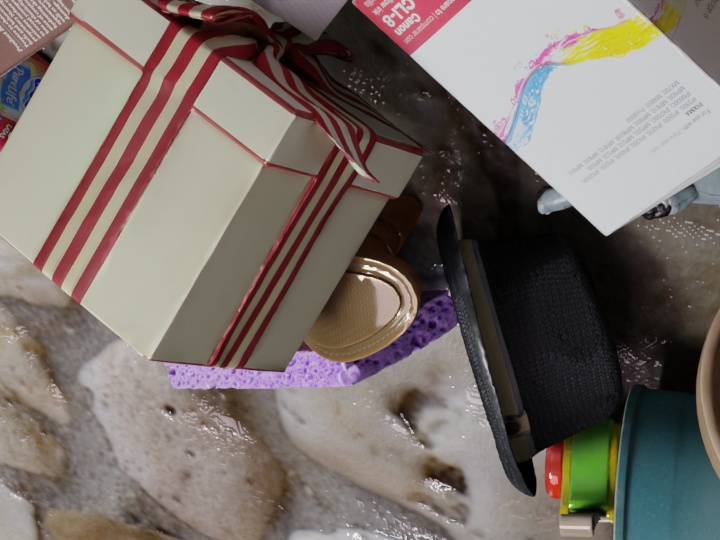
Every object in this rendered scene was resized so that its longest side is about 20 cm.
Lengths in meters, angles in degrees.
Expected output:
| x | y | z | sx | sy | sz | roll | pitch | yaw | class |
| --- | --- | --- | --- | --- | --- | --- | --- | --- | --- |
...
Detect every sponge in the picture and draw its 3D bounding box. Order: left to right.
| x | y | z | sx | sy | sz | roll | pitch | yaw | class |
| --- | --- | --- | --- | --- | --- | --- | --- | --- | --- |
| -0.037 | 0.047 | 1.515 | 0.199 | 0.111 | 0.030 | -4 | 109 | 49 | sponge |

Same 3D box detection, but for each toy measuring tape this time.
| x | y | z | sx | sy | sz | roll | pitch | yaw | class |
| --- | --- | --- | --- | --- | --- | --- | --- | --- | --- |
| 0.153 | 0.135 | 1.477 | 0.073 | 0.200 | 0.074 | 0 | 89 | 11 | toy measuring tape |

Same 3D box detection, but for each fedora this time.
| x | y | z | sx | sy | sz | roll | pitch | yaw | class |
| --- | --- | --- | --- | --- | --- | --- | --- | --- | --- |
| 0.115 | 0.043 | 1.431 | 0.091 | 0.201 | 0.202 | -16 | 126 | 4 | fedora |

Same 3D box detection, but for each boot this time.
| x | y | z | sx | sy | sz | roll | pitch | yaw | class |
| --- | --- | --- | --- | --- | --- | --- | --- | --- | --- |
| 0.000 | 0.000 | 1.431 | 0.199 | 0.155 | 0.077 | -24 | 100 | 48 | boot |

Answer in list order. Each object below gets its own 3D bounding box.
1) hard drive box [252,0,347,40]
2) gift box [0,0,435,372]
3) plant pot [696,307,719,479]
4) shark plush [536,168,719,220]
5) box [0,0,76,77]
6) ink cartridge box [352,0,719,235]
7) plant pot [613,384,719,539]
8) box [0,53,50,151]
| x | y | z | sx | sy | sz | roll | pitch | yaw | class |
| --- | --- | --- | --- | --- | --- | --- | --- | --- | --- |
| -0.028 | -0.253 | 1.199 | 0.155 | 0.077 | 0.200 | 31 | 122 | -15 | hard drive box |
| -0.075 | -0.056 | 1.275 | 0.199 | 0.184 | 0.188 | 35 | 102 | 21 | gift box |
| 0.293 | 0.086 | 1.308 | 0.200 | 0.202 | 0.093 | 26 | 160 | 9 | plant pot |
| 0.187 | -0.063 | 1.300 | 0.199 | 0.084 | 0.091 | 4 | 132 | 31 | shark plush |
| -0.204 | -0.211 | 1.428 | 0.199 | 0.075 | 0.100 | -24 | 114 | 44 | box |
| 0.132 | -0.152 | 1.201 | 0.200 | 0.146 | 0.144 | 42 | 140 | -9 | ink cartridge box |
| 0.266 | 0.175 | 1.417 | 0.186 | 0.201 | 0.201 | 0 | 132 | 13 | plant pot |
| -0.291 | -0.080 | 1.598 | 0.099 | 0.096 | 0.200 | 36 | 140 | -4 | box |
